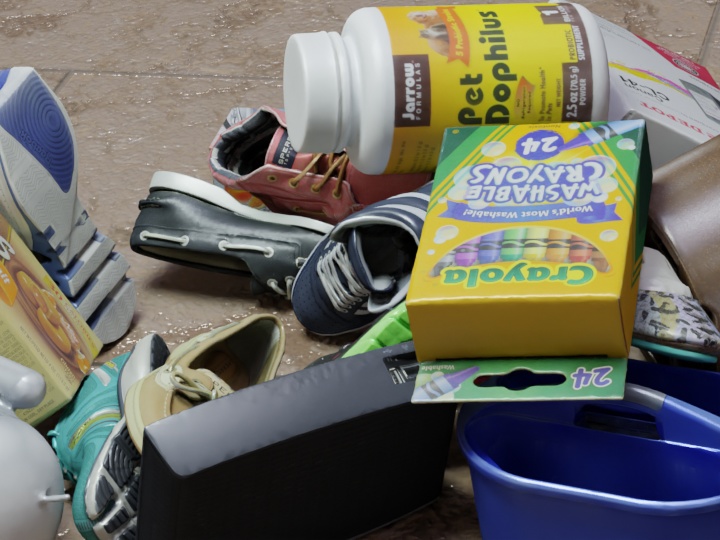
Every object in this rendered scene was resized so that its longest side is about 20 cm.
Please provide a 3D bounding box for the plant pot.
[{"bbox_3d":[0.272,-0.018,1.595,0.198,0.200,0.200,-23,34,-14],"label":"plant pot"}]

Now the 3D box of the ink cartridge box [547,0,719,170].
[{"bbox_3d":[0.198,-0.097,1.773,0.148,0.086,0.200,23,20,-24],"label":"ink cartridge box"}]

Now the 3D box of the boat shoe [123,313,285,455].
[{"bbox_3d":[-0.093,0.075,1.549,0.063,0.073,0.200,-35,13,17],"label":"boat shoe"}]

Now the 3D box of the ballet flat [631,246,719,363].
[{"bbox_3d":[0.155,0.017,1.529,0.072,0.072,0.200,-22,10,-24],"label":"ballet flat"}]

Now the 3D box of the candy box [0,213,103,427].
[{"bbox_3d":[-0.254,0.002,1.613,0.055,0.200,0.115,-35,10,13],"label":"candy box"}]

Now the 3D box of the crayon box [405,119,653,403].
[{"bbox_3d":[0.100,-0.009,1.475,0.126,0.052,0.200,-2,41,14],"label":"crayon box"}]

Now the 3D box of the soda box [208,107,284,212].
[{"bbox_3d":[-0.007,-0.076,1.855,0.200,0.064,0.068,3,32,14],"label":"soda box"}]

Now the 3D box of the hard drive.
[{"bbox_3d":[-0.033,0.116,1.473,0.200,0.135,0.042,-16,48,-24],"label":"hard drive"}]

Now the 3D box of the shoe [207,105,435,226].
[{"bbox_3d":[-0.020,-0.067,1.724,0.091,0.072,0.200,26,-15,-36],"label":"shoe"}]

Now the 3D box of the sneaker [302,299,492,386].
[{"bbox_3d":[0.010,0.061,1.564,0.200,0.077,0.084,-33,20,2],"label":"sneaker"}]

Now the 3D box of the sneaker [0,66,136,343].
[{"bbox_3d":[-0.242,-0.034,1.717,0.115,0.200,0.081,-2,32,31],"label":"sneaker"}]

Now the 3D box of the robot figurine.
[{"bbox_3d":[-0.255,0.124,1.512,0.200,0.113,0.170,27,84,43],"label":"robot figurine"}]

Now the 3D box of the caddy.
[{"bbox_3d":[0.154,0.110,1.468,0.200,0.105,0.141,8,33,23],"label":"caddy"}]

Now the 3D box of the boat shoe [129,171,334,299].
[{"bbox_3d":[-0.065,-0.010,1.759,0.200,0.076,0.060,17,75,19],"label":"boat shoe"}]

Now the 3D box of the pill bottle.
[{"bbox_3d":[0.054,-0.118,1.636,0.200,0.109,0.109,-3,30,-12],"label":"pill bottle"}]

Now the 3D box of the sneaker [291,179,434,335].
[{"bbox_3d":[0.000,0.000,1.629,0.200,0.070,0.108,-32,-1,42],"label":"sneaker"}]

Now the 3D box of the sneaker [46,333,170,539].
[{"bbox_3d":[-0.155,0.116,1.570,0.080,0.078,0.200,-21,23,12],"label":"sneaker"}]
